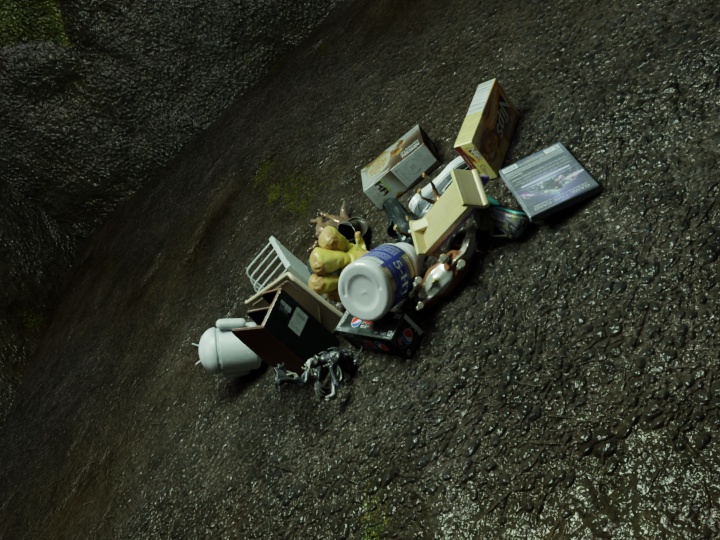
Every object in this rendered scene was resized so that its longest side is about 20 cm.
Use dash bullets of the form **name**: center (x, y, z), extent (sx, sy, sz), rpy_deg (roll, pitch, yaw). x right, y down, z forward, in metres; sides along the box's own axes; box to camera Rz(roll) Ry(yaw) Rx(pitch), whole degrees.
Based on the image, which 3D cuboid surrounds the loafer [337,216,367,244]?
- **loafer**: center (-0.025, -0.087, 1.721), extent (0.201, 0.071, 0.073), rpy_deg (-60, -16, -57)

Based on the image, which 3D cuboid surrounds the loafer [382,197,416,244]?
- **loafer**: center (0.089, -0.112, 1.658), extent (0.070, 0.069, 0.201), rpy_deg (-35, 34, 1)

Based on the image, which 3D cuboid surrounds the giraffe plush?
- **giraffe plush**: center (0.000, 0.000, 1.581), extent (0.160, 0.197, 0.178), rpy_deg (17, 105, 41)

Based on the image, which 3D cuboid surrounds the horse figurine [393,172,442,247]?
- **horse figurine**: center (0.155, -0.114, 1.545), extent (0.204, 0.131, 0.050), rpy_deg (-62, 29, -2)

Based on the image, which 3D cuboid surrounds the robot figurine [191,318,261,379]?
- **robot figurine**: center (-0.313, 0.192, 1.730), extent (0.194, 0.174, 0.113), rpy_deg (-8, 27, -10)

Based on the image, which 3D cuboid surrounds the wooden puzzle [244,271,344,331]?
- **wooden puzzle**: center (-0.143, 0.087, 1.590), extent (0.198, 0.184, 0.038), rpy_deg (-28, 32, 44)

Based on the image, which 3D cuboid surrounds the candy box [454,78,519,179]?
- **candy box**: center (0.289, -0.319, 1.591), extent (0.054, 0.115, 0.203), rpy_deg (-9, 47, 44)

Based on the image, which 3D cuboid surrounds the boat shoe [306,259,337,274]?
- **boat shoe**: center (-0.086, -0.017, 1.780), extent (0.073, 0.068, 0.198), rpy_deg (-54, 28, -12)

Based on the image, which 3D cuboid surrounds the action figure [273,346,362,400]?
- **action figure**: center (-0.082, 0.220, 1.467), extent (0.194, 0.105, 0.119), rpy_deg (-12, -6, -14)

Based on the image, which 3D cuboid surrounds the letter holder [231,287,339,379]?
- **letter holder**: center (-0.170, 0.147, 1.563), extent (0.140, 0.200, 0.102), rpy_deg (-11, 44, 45)

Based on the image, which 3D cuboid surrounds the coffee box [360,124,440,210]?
- **coffee box**: center (0.101, -0.266, 1.810), extent (0.198, 0.080, 0.116), rpy_deg (-36, 32, 20)

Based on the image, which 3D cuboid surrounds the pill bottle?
- **pill bottle**: center (0.049, 0.013, 1.429), extent (0.118, 0.122, 0.199), rpy_deg (-24, 6, 33)

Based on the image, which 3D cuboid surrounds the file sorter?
- **file sorter**: center (-0.197, 0.033, 1.795), extent (0.125, 0.138, 0.200), rpy_deg (-47, 30, 3)

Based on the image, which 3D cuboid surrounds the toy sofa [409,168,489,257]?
- **toy sofa**: center (0.187, -0.112, 1.420), extent (0.200, 0.095, 0.085), rpy_deg (-51, 45, 50)

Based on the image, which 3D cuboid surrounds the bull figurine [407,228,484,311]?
- **bull figurine**: center (0.169, 0.004, 1.401), extent (0.201, 0.065, 0.121), rpy_deg (-50, -15, 11)

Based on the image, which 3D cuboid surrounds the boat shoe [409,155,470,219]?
- **boat shoe**: center (0.203, -0.187, 1.607), extent (0.199, 0.072, 0.068), rpy_deg (-39, 63, -12)

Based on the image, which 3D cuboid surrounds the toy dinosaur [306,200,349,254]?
- **toy dinosaur**: center (-0.067, -0.106, 1.847), extent (0.133, 0.088, 0.200), rpy_deg (6, 38, 41)

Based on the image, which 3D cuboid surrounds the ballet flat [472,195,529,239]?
- **ballet flat**: center (0.267, -0.109, 1.432), extent (0.072, 0.072, 0.200), rpy_deg (-47, 31, -1)

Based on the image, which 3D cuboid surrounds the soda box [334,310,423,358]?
- **soda box**: center (0.036, 0.125, 1.451), extent (0.198, 0.071, 0.064), rpy_deg (4, 57, 54)

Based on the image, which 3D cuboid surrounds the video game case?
- **video game case**: center (0.368, -0.178, 1.387), extent (0.140, 0.019, 0.202), rpy_deg (-25, 35, 7)
